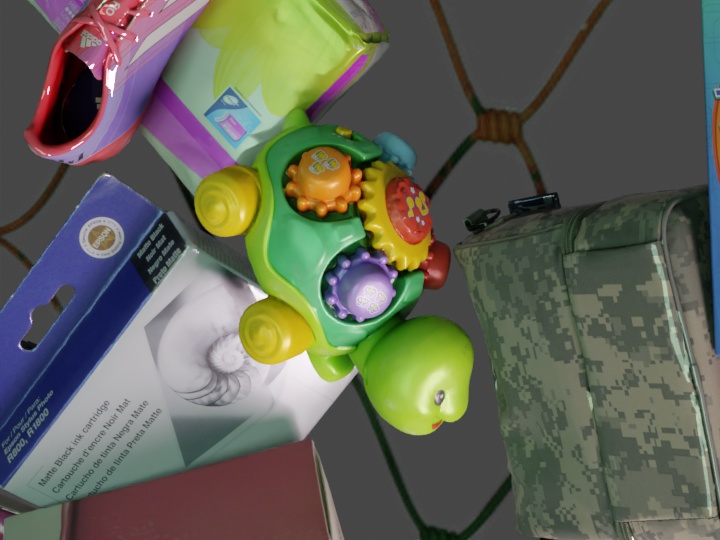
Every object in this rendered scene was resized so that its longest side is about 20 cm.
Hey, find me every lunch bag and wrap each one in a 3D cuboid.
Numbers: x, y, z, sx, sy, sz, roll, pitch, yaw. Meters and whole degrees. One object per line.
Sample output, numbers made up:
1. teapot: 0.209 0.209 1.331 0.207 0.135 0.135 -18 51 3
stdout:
1. lunch bag: 0.143 0.053 0.901 0.167 0.139 0.201 -10 93 36

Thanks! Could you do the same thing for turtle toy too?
1. turtle toy: 0.000 0.000 0.926 0.101 0.145 0.201 -19 92 33

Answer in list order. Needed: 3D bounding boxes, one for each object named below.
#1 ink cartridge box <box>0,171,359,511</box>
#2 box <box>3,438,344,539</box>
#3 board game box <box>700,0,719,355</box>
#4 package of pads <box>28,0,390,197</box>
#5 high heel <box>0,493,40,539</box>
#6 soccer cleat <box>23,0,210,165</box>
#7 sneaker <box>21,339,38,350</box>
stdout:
1. ink cartridge box: -0.128 0.071 0.980 0.199 0.041 0.200 32 105 -25
2. box: -0.103 0.202 0.968 0.199 0.109 0.128 -15 124 0
3. board game box: 0.229 -0.067 0.843 0.045 0.152 0.202 2 99 35
4. package of pads: -0.095 -0.162 0.979 0.154 0.068 0.200 -44 85 20
5. high heel: -0.233 0.195 1.084 0.198 0.067 0.097 -9 86 6
6. soccer cleat: -0.131 -0.149 0.917 0.066 0.076 0.201 32 109 12
7. sneaker: -0.240 0.095 1.079 0.199 0.076 0.088 31 126 12
